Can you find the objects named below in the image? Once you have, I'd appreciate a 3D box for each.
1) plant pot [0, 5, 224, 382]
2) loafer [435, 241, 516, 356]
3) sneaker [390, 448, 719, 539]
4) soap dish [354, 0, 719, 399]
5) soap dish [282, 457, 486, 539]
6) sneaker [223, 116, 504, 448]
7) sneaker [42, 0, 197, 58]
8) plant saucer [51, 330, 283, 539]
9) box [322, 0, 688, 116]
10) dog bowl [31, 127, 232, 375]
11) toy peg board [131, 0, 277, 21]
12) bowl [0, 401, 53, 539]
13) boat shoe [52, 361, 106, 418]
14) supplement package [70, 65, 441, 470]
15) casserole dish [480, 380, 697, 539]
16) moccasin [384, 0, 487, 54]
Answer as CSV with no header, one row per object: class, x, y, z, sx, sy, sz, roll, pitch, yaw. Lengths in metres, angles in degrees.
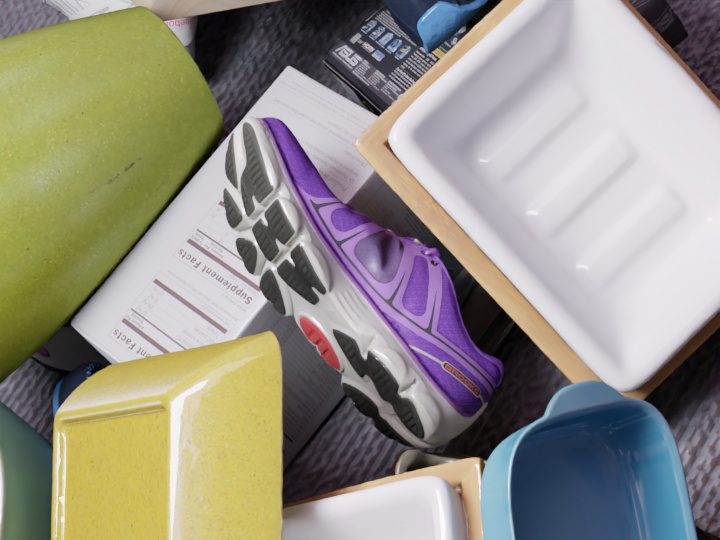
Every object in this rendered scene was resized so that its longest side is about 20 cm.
plant pot,-0.185,-0.062,1.153,0.200,0.187,0.187,-34,47,-14
loafer,0.074,0.008,1.124,0.200,0.063,0.072,-48,26,-13
sneaker,0.099,0.138,0.998,0.199,0.076,0.071,9,63,34
soap dish,0.118,-0.045,1.042,0.157,0.081,0.200,-43,92,-7
soap dish,0.014,0.205,0.954,0.157,0.081,0.201,-18,67,35
sneaker,0.000,0.000,1.053,0.083,0.200,0.081,-36,-1,-28
sneaker,-0.174,-0.173,1.374,0.078,0.100,0.200,-10,15,-28
plant saucer,-0.108,0.138,1.000,0.200,0.048,0.201,-14,74,56
box,0.080,-0.134,1.189,0.161,0.049,0.200,-43,32,-1
dog bowl,-0.162,-0.035,1.270,0.199,0.074,0.201,-15,53,20
toy peg board,-0.070,-0.252,1.268,0.198,0.098,0.200,-12,29,-16
bowl,-0.238,0.154,1.138,0.200,0.105,0.202,-12,70,36
boat shoe,-0.112,0.130,1.129,0.069,0.084,0.200,-40,61,19
supplement package,-0.049,0.004,1.151,0.109,0.114,0.200,32,78,40
casserole dish,0.108,0.152,0.916,0.039,0.121,0.201,-13,87,50
moccasin,0.048,-0.181,1.116,0.080,0.068,0.200,-42,7,13
